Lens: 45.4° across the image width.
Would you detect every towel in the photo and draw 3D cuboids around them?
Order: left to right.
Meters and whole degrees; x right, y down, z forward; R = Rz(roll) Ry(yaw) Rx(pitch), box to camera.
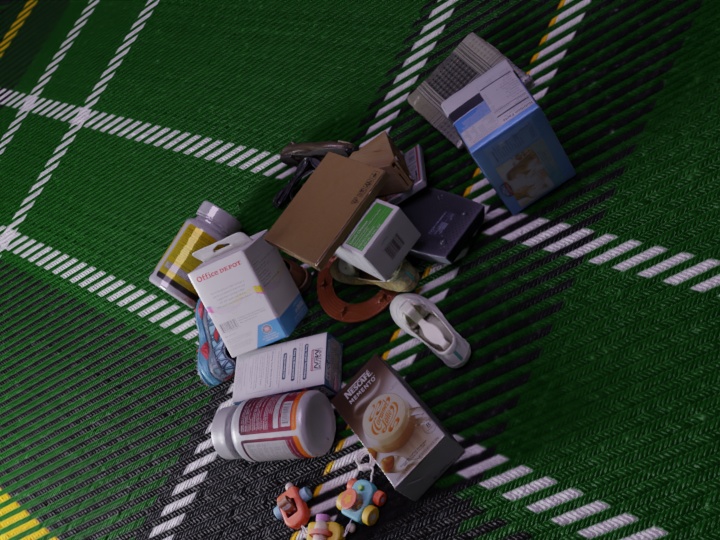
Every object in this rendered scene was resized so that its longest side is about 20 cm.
[{"bbox_3d":[0.206,-0.343,1.645,0.193,0.034,0.200,-44,50,8],"label":"towel"}]

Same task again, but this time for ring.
[{"bbox_3d":[0.000,0.000,1.587,0.199,0.019,0.202,-17,55,25],"label":"ring"}]

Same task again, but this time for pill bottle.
[{"bbox_3d":[-0.335,-0.035,1.772,0.114,0.114,0.201,25,79,41],"label":"pill bottle"},{"bbox_3d":[-0.150,0.269,1.470,0.198,0.109,0.111,-11,58,29],"label":"pill bottle"}]

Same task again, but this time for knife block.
[{"bbox_3d":[0.001,-0.171,1.601,0.175,0.064,0.201,-36,28,13],"label":"knife block"}]

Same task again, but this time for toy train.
[{"bbox_3d":[-0.057,0.371,1.383,0.199,0.056,0.151,-34,50,13],"label":"toy train"}]

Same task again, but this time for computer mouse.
[{"bbox_3d":[-0.097,-0.139,1.712,0.141,0.046,0.200,-53,37,13],"label":"computer mouse"}]

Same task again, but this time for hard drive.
[{"bbox_3d":[0.116,-0.082,1.524,0.199,0.042,0.135,21,65,43],"label":"hard drive"}]

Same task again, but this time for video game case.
[{"bbox_3d":[0.035,-0.146,1.609,0.199,0.017,0.144,-31,29,20],"label":"video game case"}]

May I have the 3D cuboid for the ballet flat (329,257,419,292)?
[{"bbox_3d":[0.014,-0.008,1.526,0.198,0.071,0.071,12,71,38],"label":"ballet flat"}]

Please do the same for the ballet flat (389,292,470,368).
[{"bbox_3d":[0.107,0.087,1.432,0.070,0.069,0.200,-48,48,0],"label":"ballet flat"}]

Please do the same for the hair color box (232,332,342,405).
[{"bbox_3d":[-0.130,0.184,1.539,0.198,0.060,0.101,-15,57,27],"label":"hair color box"}]

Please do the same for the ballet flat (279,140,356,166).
[{"bbox_3d":[-0.086,-0.248,1.763,0.198,0.067,0.047,-1,67,41],"label":"ballet flat"}]

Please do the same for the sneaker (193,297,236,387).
[{"bbox_3d":[-0.262,0.123,1.667,0.094,0.079,0.202,-15,64,15],"label":"sneaker"}]

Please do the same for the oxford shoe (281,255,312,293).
[{"bbox_3d":[-0.184,-0.013,1.686,0.199,0.071,0.072,13,73,40],"label":"oxford shoe"}]

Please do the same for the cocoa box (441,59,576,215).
[{"bbox_3d":[0.247,-0.215,1.423,0.133,0.200,0.132,-33,50,12],"label":"cocoa box"}]

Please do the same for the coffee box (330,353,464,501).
[{"bbox_3d":[0.055,0.246,1.364,0.114,0.080,0.200,-46,48,2],"label":"coffee box"}]

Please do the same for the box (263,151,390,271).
[{"bbox_3d":[-0.061,-0.107,1.475,0.163,0.021,0.201,25,76,47],"label":"box"}]

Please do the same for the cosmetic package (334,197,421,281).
[{"bbox_3d":[-0.006,-0.071,1.483,0.199,0.085,0.108,25,75,46],"label":"cosmetic package"}]

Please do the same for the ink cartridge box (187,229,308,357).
[{"bbox_3d":[-0.206,0.029,1.568,0.127,0.202,0.125,-20,13,22],"label":"ink cartridge box"}]
